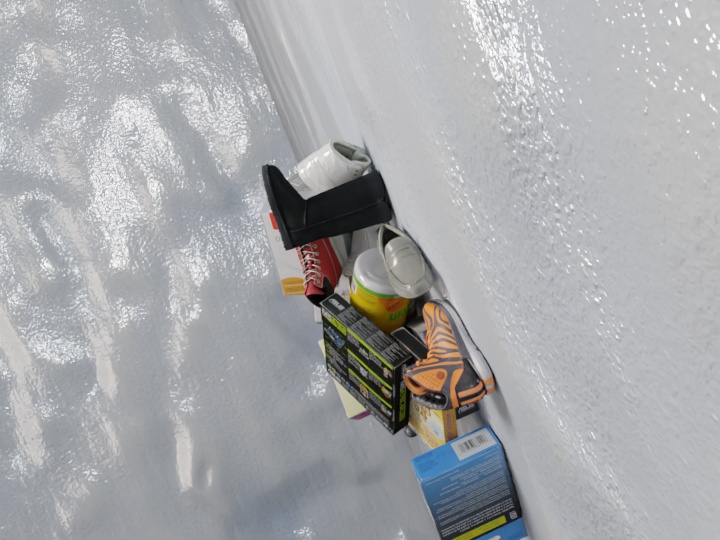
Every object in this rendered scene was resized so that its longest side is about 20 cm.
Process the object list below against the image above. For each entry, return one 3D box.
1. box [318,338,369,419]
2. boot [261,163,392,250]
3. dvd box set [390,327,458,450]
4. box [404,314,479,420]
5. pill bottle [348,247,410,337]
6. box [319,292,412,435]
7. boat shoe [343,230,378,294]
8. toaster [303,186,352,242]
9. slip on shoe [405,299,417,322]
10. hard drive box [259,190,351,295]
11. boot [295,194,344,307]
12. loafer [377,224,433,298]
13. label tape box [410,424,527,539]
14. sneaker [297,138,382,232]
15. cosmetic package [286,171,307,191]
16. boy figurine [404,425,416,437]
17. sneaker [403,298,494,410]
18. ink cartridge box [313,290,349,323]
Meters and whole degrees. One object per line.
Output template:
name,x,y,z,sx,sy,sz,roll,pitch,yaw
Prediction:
box,0.040,0.193,1.430,0.177,0.199,0.097,66,-173,18
boot,-0.057,-0.133,1.173,0.066,0.198,0.166,-102,-4,-57
dvd box set,0.110,0.214,1.146,0.146,0.029,0.202,40,146,52
box,0.138,0.166,1.204,0.200,0.048,0.160,-176,63,-84
pill bottle,0.032,0.067,1.240,0.112,0.110,0.201,-117,27,-42
box,0.008,0.166,1.201,0.200,0.047,0.194,38,143,35
boat shoe,0.000,0.000,1.323,0.071,0.069,0.202,1,97,59
toaster,-0.050,-0.098,1.489,0.182,0.117,0.201,-93,-13,-55
slip on shoe,0.060,0.035,1.379,0.200,0.074,0.061,57,172,45
hard drive box,-0.101,-0.056,1.369,0.077,0.154,0.202,-82,-18,-55
boot,-0.096,-0.032,1.250,0.201,0.072,0.145,60,-156,-27
loafer,0.065,-0.018,1.091,0.070,0.070,0.200,61,179,-25
label tape box,0.179,0.373,1.109,0.063,0.143,0.202,-124,13,-65
sneaker,-0.008,-0.156,1.243,0.199,0.115,0.074,37,-134,-24
cosmetic package,-0.108,-0.136,1.625,0.090,0.107,0.201,24,144,43
boy figurine,0.088,0.224,1.282,0.124,0.064,0.201,35,148,47
sneaker,0.107,0.123,0.996,0.200,0.111,0.078,-119,9,-54
ink cartridge box,-0.013,0.055,1.604,0.129,0.198,0.127,114,151,-83
